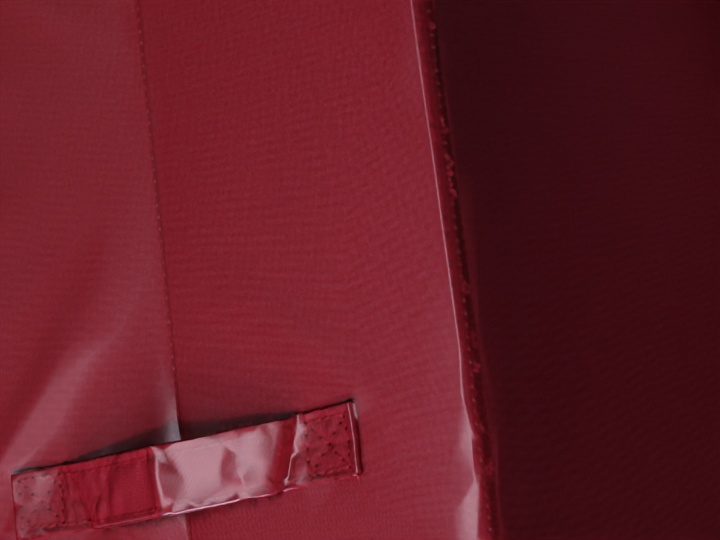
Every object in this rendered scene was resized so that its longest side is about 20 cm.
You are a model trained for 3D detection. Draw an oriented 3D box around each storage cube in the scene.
[{"bbox_3d":[0.000,0.000,0.761,0.170,0.200,0.181,-13,79,33],"label":"storage cube"}]
